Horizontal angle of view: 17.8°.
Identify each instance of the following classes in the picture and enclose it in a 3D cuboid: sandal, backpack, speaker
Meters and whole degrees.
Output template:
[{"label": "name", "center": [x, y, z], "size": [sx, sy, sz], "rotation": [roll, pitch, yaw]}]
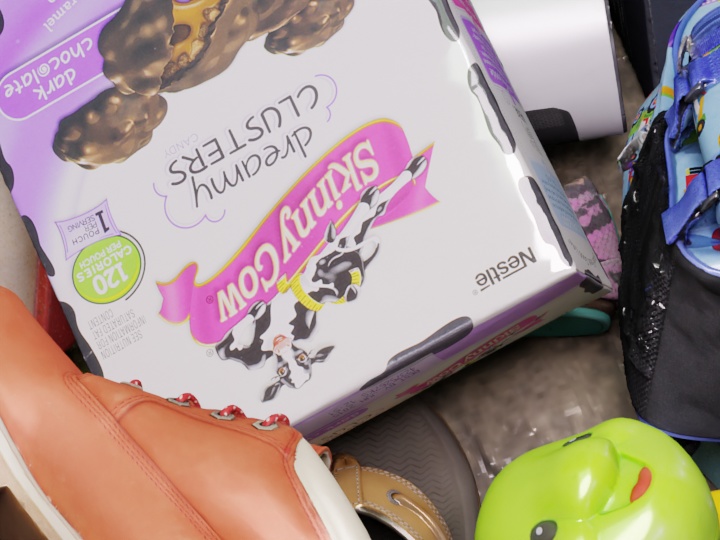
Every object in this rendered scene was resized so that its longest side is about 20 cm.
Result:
[{"label": "sandal", "center": [-0.001, 0.112, 0.793], "size": [0.081, 0.055, 0.201], "rotation": [-6, 51, 10]}, {"label": "backpack", "center": [0.179, -0.037, 0.803], "size": [0.181, 0.135, 0.201], "rotation": [4, 41, 2]}, {"label": "speaker", "center": [-0.001, -0.077, 0.881], "size": [0.198, 0.082, 0.082], "rotation": [-9, 50, 6]}]

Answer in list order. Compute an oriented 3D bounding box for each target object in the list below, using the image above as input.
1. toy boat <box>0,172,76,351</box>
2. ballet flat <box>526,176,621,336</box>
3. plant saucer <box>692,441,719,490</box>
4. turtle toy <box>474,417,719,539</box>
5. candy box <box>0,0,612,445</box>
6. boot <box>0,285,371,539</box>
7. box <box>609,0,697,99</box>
[{"label": "toy boat", "center": [-0.171, -0.034, 0.933], "size": [0.199, 0.132, 0.130], "rotation": [27, 33, 31]}, {"label": "ballet flat", "center": [0.000, 0.000, 0.869], "size": [0.198, 0.069, 0.072], "rotation": [-9, 74, 4]}, {"label": "plant saucer", "center": [0.186, 0.094, 0.783], "size": [0.070, 0.019, 0.200], "rotation": [-31, 52, -11]}, {"label": "turtle toy", "center": [0.064, 0.120, 0.683], "size": [0.100, 0.201, 0.146], "rotation": [25, 49, 1]}, {"label": "candy box", "center": [-0.033, -0.045, 0.796], "size": [0.167, 0.071, 0.201], "rotation": [-29, 77, 11]}, {"label": "boot", "center": [-0.069, 0.066, 0.727], "size": [0.107, 0.075, 0.200], "rotation": [-26, 55, -19]}, {"label": "box", "center": [0.160, -0.176, 0.950], "size": [0.147, 0.105, 0.201], "rotation": [-17, 49, 0]}]
